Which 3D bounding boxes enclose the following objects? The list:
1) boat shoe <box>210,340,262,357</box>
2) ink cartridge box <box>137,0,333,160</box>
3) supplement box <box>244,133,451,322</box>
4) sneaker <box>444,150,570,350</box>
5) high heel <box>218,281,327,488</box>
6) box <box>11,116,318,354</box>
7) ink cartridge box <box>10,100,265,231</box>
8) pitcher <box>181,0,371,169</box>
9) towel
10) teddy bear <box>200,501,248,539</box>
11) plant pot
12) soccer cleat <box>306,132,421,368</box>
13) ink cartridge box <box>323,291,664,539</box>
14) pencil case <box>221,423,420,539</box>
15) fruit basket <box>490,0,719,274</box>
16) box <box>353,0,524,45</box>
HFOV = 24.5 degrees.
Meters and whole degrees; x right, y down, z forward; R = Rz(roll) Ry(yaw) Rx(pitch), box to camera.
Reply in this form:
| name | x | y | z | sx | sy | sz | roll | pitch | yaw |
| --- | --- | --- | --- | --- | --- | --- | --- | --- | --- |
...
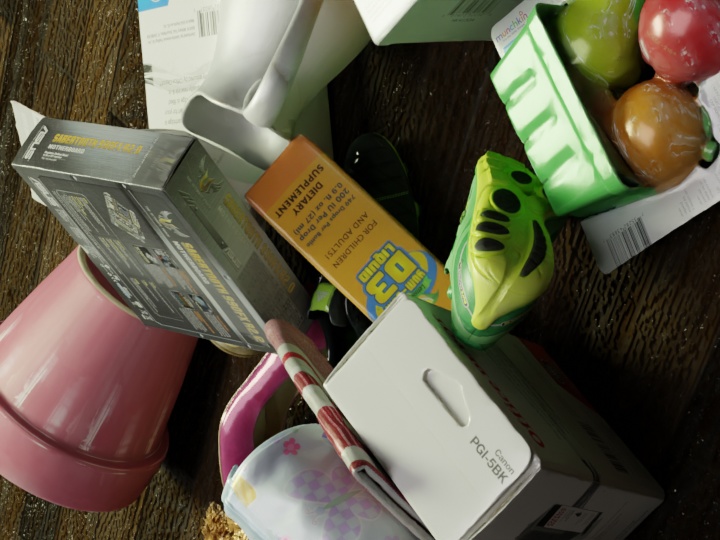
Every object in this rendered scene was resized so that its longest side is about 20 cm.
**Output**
| name | x | y | z | sx | sy | sz | roll | pitch | yaw |
| --- | --- | --- | --- | --- | --- | --- | --- | --- | --- |
| boat shoe | -0.133 | -0.018 | 1.400 | 0.200 | 0.072 | 0.068 | 48 | 121 | 23 |
| ink cartridge box | -0.102 | -0.159 | 1.323 | 0.145 | 0.084 | 0.203 | 1 | 98 | 48 |
| supplement box | 0.012 | -0.005 | 1.171 | 0.200 | 0.069 | 0.067 | 43 | 90 | 10 |
| sneaker | 0.086 | -0.015 | 1.053 | 0.074 | 0.200 | 0.084 | 31 | 116 | 0 |
| high heel | -0.053 | 0.106 | 1.326 | 0.095 | 0.067 | 0.202 | 15 | 99 | 23 |
| box | -0.141 | -0.024 | 1.217 | 0.157 | 0.049 | 0.200 | 9 | 148 | 37 |
| ink cartridge box | -0.167 | -0.063 | 1.285 | 0.199 | 0.050 | 0.161 | 29 | 155 | 9 |
| pitcher | -0.042 | -0.183 | 1.168 | 0.202 | 0.120 | 0.171 | -64 | 15 | -8 |
| towel | 0.011 | 0.116 | 1.081 | 0.023 | 0.144 | 0.200 | -44 | 30 | 3 |
| teddy bear | -0.094 | 0.288 | 1.404 | 0.144 | 0.066 | 0.203 | -4 | 93 | 52 |
| plant pot | -0.233 | 0.079 | 1.452 | 0.200 | 0.199 | 0.180 | 49 | 115 | 32 |
| soccer cleat | 0.000 | 0.000 | 1.234 | 0.067 | 0.080 | 0.203 | 9 | 103 | 48 |
| ink cartridge box | 0.087 | 0.108 | 1.050 | 0.083 | 0.199 | 0.147 | -47 | 58 | 14 |
| pencil case | -0.002 | 0.190 | 1.021 | 0.200 | 0.090 | 0.083 | 50 | 156 | 26 |
| fruit basket | 0.186 | -0.125 | 1.012 | 0.199 | 0.093 | 0.187 | -35 | 70 | 30 |
| box | 0.040 | -0.262 | 1.111 | 0.097 | 0.124 | 0.202 | -42 | 65 | 44 |
